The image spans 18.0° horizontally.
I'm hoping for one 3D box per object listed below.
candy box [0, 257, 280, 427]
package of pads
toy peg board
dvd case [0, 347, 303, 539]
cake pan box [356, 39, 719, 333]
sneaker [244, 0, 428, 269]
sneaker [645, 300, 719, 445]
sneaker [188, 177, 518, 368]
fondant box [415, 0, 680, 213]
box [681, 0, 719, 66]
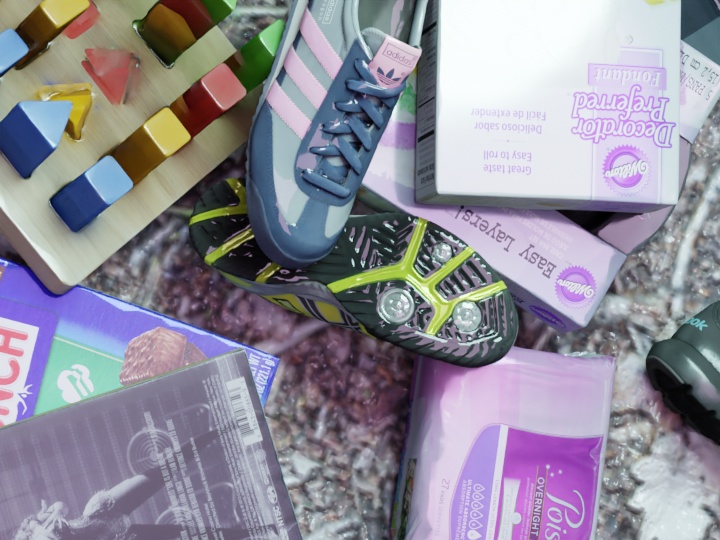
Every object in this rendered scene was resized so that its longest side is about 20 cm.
[{"bbox_3d":[-0.168,0.095,1.295,0.200,0.077,0.170,20,81,-11],"label":"candy box"},{"bbox_3d":[0.082,0.139,1.357,0.120,0.076,0.201,9,82,-10],"label":"package of pads"},{"bbox_3d":[-0.149,-0.131,1.273,0.200,0.098,0.199,51,52,-5],"label":"toy peg board"},{"bbox_3d":[-0.136,0.144,1.253,0.200,0.016,0.149,-18,94,-15],"label":"dvd case"},{"bbox_3d":[0.097,-0.087,1.347,0.200,0.052,0.184,34,82,-8],"label":"cake pan box"},{"bbox_3d":[-0.008,-0.099,1.253,0.070,0.082,0.201,17,81,-35],"label":"sneaker"},{"bbox_3d":[0.268,0.103,1.409,0.079,0.075,0.200,-42,96,-16],"label":"sneaker"},{"bbox_3d":[0.000,0.000,1.323,0.200,0.076,0.076,24,82,8],"label":"sneaker"},{"bbox_3d":[0.108,-0.136,1.298,0.144,0.058,0.201,2,87,-12],"label":"fondant box"},{"bbox_3d":[0.122,-0.145,1.407,0.200,0.046,0.159,-31,94,-14],"label":"box"}]
